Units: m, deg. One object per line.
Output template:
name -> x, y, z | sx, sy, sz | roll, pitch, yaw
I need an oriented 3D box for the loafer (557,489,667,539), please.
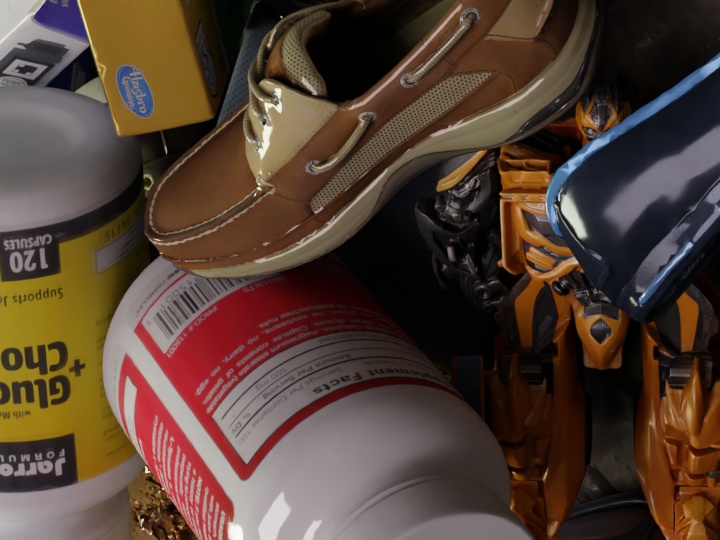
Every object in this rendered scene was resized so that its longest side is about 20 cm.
loafer -> 0.055, 0.147, 1.138 | 0.200, 0.063, 0.072 | -28, 94, 35

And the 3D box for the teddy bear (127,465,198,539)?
teddy bear -> -0.113, 0.066, 1.258 | 0.200, 0.067, 0.145 | 46, 154, 2

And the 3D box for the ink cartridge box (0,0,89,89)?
ink cartridge box -> -0.155, -0.170, 1.147 | 0.200, 0.043, 0.198 | -34, 57, 53

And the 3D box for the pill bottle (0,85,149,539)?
pill bottle -> -0.141, 0.033, 1.121 | 0.112, 0.112, 0.200 | 23, 128, 36

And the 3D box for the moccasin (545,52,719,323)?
moccasin -> 0.158, -0.052, 0.910 | 0.200, 0.080, 0.068 | -37, 75, 30

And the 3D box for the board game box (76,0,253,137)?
board game box -> -0.091, -0.174, 1.055 | 0.040, 0.153, 0.200 | -10, 116, 10

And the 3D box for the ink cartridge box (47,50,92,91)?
ink cartridge box -> -0.214, -0.119, 1.307 | 0.200, 0.044, 0.094 | 13, 120, 42

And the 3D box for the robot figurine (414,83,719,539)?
robot figurine -> 0.095, 0.023, 1.026 | 0.145, 0.058, 0.200 | 0, 125, 9

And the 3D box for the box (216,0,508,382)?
box -> 0.000, 0.000, 1.138 | 0.158, 0.051, 0.200 | 40, 130, 24

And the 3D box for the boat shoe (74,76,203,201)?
boat shoe -> -0.127, -0.033, 1.237 | 0.200, 0.072, 0.060 | -35, 74, 53

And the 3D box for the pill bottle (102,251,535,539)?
pill bottle -> -0.014, 0.073, 1.020 | 0.200, 0.112, 0.112 | -131, 35, -50

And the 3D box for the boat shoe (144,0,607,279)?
boat shoe -> -0.006, -0.067, 0.987 | 0.200, 0.076, 0.074 | -30, 134, 28
